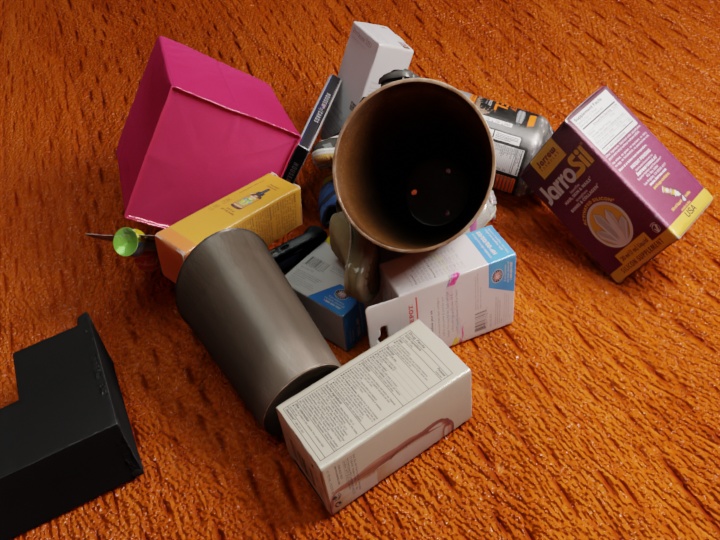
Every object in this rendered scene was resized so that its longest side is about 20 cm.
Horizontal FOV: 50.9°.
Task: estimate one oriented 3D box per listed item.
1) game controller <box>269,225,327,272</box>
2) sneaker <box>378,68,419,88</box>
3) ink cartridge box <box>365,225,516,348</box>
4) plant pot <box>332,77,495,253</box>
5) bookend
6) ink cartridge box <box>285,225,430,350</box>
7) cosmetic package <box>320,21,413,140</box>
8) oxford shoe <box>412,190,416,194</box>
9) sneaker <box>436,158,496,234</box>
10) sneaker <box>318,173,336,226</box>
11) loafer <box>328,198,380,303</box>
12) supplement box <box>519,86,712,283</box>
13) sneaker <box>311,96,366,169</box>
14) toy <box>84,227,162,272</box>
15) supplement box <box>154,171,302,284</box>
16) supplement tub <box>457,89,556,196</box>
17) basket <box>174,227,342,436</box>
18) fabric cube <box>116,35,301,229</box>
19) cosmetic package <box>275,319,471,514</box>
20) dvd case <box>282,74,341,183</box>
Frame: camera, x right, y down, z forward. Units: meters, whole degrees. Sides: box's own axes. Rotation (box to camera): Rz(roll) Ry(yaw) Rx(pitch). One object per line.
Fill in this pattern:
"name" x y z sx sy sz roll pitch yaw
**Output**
"game controller" -0.134 0.000 1.025 0.197 0.043 0.104 -30 2 -21
"sneaker" 0.039 -0.225 1.043 0.069 0.102 0.199 -3 11 23
"ink cartridge box" 0.089 0.036 0.933 0.195 0.117 0.068 -19 42 -12
"plant pot" 0.080 -0.111 0.922 0.182 0.193 0.200 6 -1 15
"bookend" -0.374 0.179 0.870 0.196 0.094 0.199 -24 43 -15
"ink cartridge box" 0.000 0.000 1.021 0.115 0.068 0.200 26 52 31
"cosmetic package" 0.006 -0.283 1.223 0.072 0.204 0.102 -1 34 -30
"oxford shoe" 0.064 -0.117 1.151 0.071 0.072 0.202 -13 33 20
"sneaker" 0.149 -0.102 1.060 0.086 0.206 0.081 9 1 -6
"sneaker" 0.012 -0.116 1.099 0.197 0.065 0.080 -20 53 43
"loafer" -0.008 -0.032 0.956 0.065 0.078 0.202 -1 34 6
"supplement box" 0.327 -0.109 0.983 0.103 0.131 0.201 -37 79 -29
"sneaker" 0.000 -0.213 1.142 0.197 0.090 0.075 -22 9 -36
"toy" -0.279 -0.022 1.045 0.112 0.200 0.049 1 84 11
"supplement box" -0.164 -0.053 0.979 0.066 0.070 0.199 27 48 34
"supplement tub" 0.201 -0.187 1.136 0.195 0.124 0.124 19 47 9
"basket" -0.115 0.079 0.894 0.134 0.183 0.201 -29 55 -19
"fabric cube" -0.225 -0.180 1.091 0.196 0.199 0.200 17 24 -30
"cosmetic package" 0.018 0.157 0.834 0.197 0.089 0.103 -28 45 -19
"dvd case" -0.089 -0.198 1.197 0.024 0.151 0.203 26 45 -7
